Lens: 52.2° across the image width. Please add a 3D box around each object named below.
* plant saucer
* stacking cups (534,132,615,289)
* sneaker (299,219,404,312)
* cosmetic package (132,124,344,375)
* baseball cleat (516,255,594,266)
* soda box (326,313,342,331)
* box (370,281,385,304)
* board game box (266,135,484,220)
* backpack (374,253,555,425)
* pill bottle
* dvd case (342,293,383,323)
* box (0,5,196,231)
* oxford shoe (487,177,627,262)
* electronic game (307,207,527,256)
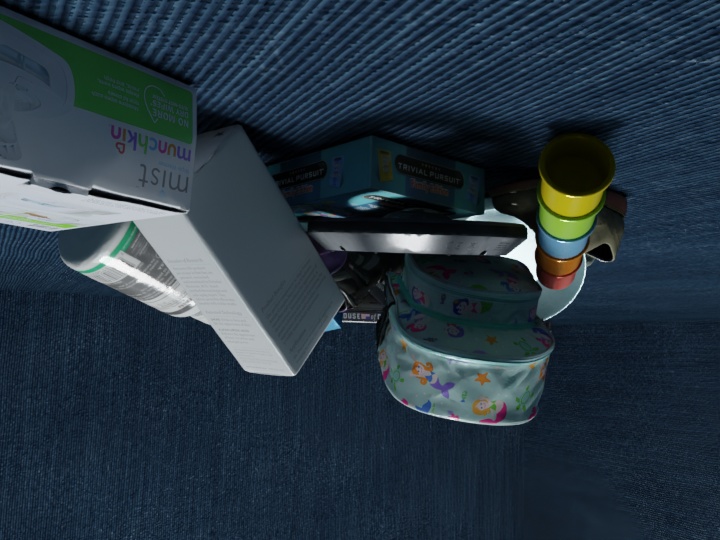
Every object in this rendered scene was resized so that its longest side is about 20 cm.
[{"bbox_3d":[0.169,-0.016,0.884,0.197,0.039,0.203,7,132,8],"label":"plant saucer"},{"bbox_3d":[0.180,-0.042,0.662,0.059,0.061,0.201,1,155,7],"label":"stacking cups"},{"bbox_3d":[-0.015,0.003,0.813,0.075,0.089,0.199,-3,172,36],"label":"sneaker"},{"bbox_3d":[-0.102,-0.012,0.640,0.073,0.102,0.201,-3,129,39],"label":"cosmetic package"},{"bbox_3d":[0.224,-0.025,0.986,0.197,0.071,0.106,7,171,-31],"label":"baseball cleat"},{"bbox_3d":[-0.089,-0.006,0.858,0.067,0.065,0.201,-12,139,21],"label":"soda box"},{"bbox_3d":[0.076,0.013,1.078,0.156,0.052,0.200,6,-159,-33],"label":"box"},{"bbox_3d":[-0.001,-0.076,0.722,0.149,0.048,0.198,7,171,-41],"label":"board game box"},{"bbox_3d":[0.106,0.064,0.747,0.174,0.153,0.201,9,-155,-4],"label":"backpack"},{"bbox_3d":[-0.216,-0.018,0.805,0.112,0.115,0.199,-2,156,35],"label":"pill bottle"},{"bbox_3d":[0.024,0.038,1.146,0.148,0.025,0.200,1,-163,7],"label":"dvd case"},{"bbox_3d":[-0.240,-0.090,0.481,0.174,0.098,0.199,-4,171,36],"label":"box"},{"bbox_3d":[0.210,-0.050,0.755,0.197,0.076,0.070,7,172,-34],"label":"oxford shoe"},{"bbox_3d":[0.050,-0.035,0.661,0.196,0.042,0.200,2,-178,0],"label":"electronic game"}]
